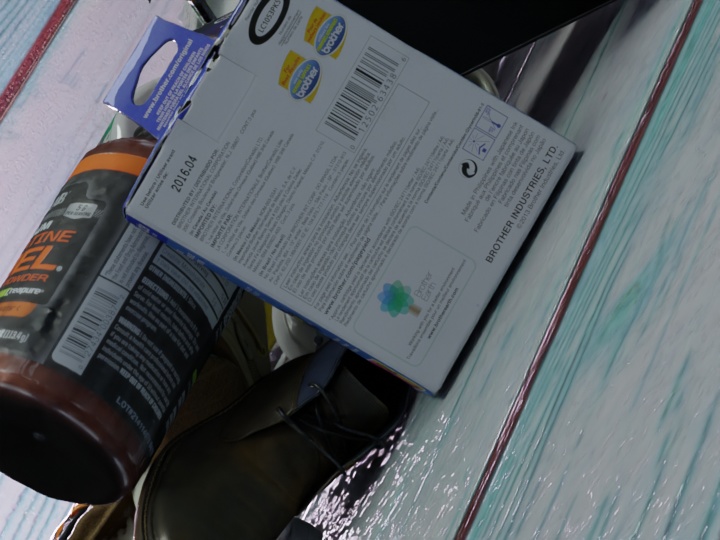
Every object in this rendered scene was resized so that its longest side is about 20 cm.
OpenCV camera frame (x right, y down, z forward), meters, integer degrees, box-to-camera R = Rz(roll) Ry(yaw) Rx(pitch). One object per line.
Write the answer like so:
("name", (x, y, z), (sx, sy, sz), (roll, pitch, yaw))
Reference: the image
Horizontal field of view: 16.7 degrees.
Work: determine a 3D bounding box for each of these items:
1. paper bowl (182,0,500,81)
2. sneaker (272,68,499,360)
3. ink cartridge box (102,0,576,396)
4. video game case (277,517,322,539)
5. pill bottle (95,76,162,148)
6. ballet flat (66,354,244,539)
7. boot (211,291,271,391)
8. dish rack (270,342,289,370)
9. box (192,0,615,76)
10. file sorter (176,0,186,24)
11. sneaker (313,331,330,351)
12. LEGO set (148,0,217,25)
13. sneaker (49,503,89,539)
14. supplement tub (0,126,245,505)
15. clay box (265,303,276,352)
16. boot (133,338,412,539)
("paper bowl", (-0.008, -0.150, 1.553), (0.201, 0.201, 0.104), (-59, 17, 5))
("sneaker", (0.017, -0.039, 1.419), (0.200, 0.074, 0.116), (-62, 3, -37))
("ink cartridge box", (-0.020, -0.050, 1.142), (0.137, 0.200, 0.076), (-60, 6, -5))
("video game case", (-0.077, 0.225, 1.147), (0.200, 0.022, 0.182), (-59, 5, 9))
("pill bottle", (-0.133, -0.024, 1.548), (0.200, 0.113, 0.113), (-51, 10, 49))
("ballet flat", (-0.113, 0.136, 1.274), (0.200, 0.068, 0.072), (-53, 35, 22))
("boot", (-0.078, 0.041, 1.378), (0.200, 0.073, 0.156), (74, -167, -49))
("dish rack", (-0.048, 0.075, 1.561), (0.172, 0.044, 0.200), (-57, 6, 37))
("box", (0.019, -0.135, 1.306), (0.200, 0.079, 0.141), (-27, 8, -10))
("file sorter", (0.000, -0.185, 1.681), (0.139, 0.200, 0.125), (-59, 4, 10))
("sneaker", (0.000, 0.000, 1.318), (0.200, 0.081, 0.074), (-61, 5, -4))
("LEGO set", (-0.021, -0.172, 1.428), (0.200, 0.154, 0.116), (-25, 12, -6))
("sneaker", (-0.127, 0.118, 1.456), (0.112, 0.078, 0.200), (-67, -4, -55))
("supplement tub", (-0.116, 0.009, 1.211), (0.200, 0.107, 0.107), (-62, 6, -31))
("clay box", (-0.093, 0.060, 1.575), (0.200, 0.048, 0.115), (-54, 7, 40))
("boot", (-0.038, 0.081, 1.173), (0.097, 0.075, 0.200), (-43, 5, 30))
